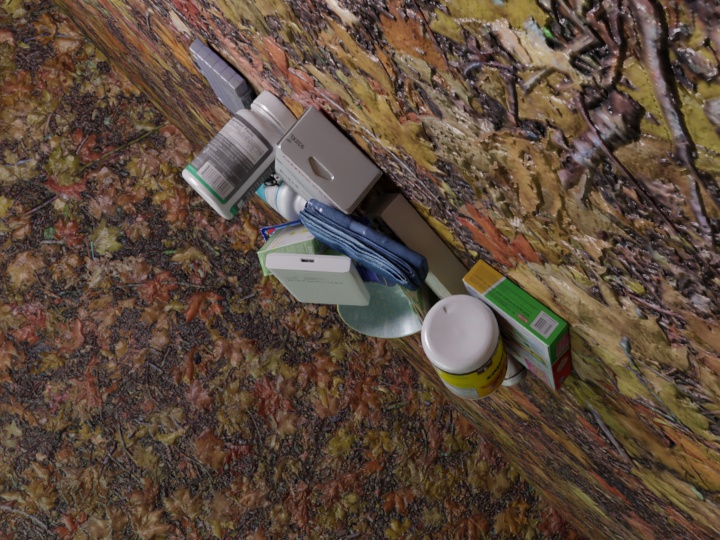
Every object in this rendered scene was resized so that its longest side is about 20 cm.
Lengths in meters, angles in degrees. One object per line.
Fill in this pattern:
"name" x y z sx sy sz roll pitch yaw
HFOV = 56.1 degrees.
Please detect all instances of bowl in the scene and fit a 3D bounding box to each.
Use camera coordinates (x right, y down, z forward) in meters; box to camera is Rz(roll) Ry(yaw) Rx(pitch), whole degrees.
"bowl" 0.052 0.034 1.346 0.201 0.196 0.110 49 -148 -41

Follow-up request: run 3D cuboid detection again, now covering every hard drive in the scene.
"hard drive" -0.062 0.017 1.082 0.128 0.027 0.200 3 163 10

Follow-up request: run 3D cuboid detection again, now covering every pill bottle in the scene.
"pill bottle" -0.196 -0.196 1.141 0.113 0.201 0.113 41 173 6
"pill bottle" -0.145 -0.172 1.366 0.199 0.111 0.111 39 172 35
"pill bottle" 0.158 0.121 0.990 0.109 0.110 0.201 39 172 29

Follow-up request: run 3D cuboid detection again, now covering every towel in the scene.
"towel" 0.006 -0.033 0.992 0.197 0.049 0.112 28 175 15
"towel" 0.095 0.030 1.143 0.202 0.023 0.154 55 -159 -31

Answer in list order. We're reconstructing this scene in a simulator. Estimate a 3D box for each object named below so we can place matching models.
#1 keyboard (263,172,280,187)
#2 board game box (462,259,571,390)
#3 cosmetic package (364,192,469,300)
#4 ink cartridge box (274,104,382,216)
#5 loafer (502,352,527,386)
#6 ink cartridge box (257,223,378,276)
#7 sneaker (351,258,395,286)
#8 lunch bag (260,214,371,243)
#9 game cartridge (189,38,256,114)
"keyboard" -0.176 -0.207 1.266 0.039 0.107 0.198 -5 -168 -34
"board game box" 0.229 0.083 0.973 0.152 0.040 0.201 41 172 30
"cosmetic package" 0.095 -0.031 1.047 0.200 0.051 0.082 47 173 -17
"ink cartridge box" -0.056 -0.153 1.049 0.145 0.084 0.200 42 173 -5
"loafer" 0.254 0.173 1.316 0.064 0.071 0.199 61 164 -9
"ink cartridge box" -0.062 -0.052 1.145 0.146 0.195 0.049 -70 -35 -71
"sneaker" 0.000 0.000 1.191 0.082 0.114 0.200 59 178 -19
"lunch bag" -0.067 -0.063 1.304 0.096 0.196 0.150 71 -166 14
"game cartridge" -0.241 -0.338 1.272 0.129 0.039 0.200 39 172 11
